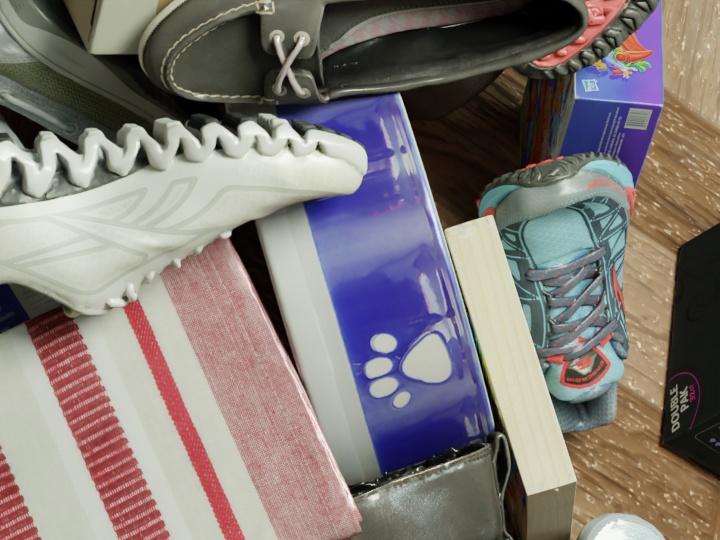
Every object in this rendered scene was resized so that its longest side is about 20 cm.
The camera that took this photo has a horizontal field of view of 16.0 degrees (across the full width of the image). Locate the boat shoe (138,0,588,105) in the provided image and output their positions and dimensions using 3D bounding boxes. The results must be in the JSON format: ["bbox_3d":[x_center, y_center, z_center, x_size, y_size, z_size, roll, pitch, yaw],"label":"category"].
[{"bbox_3d":[0.005,-0.107,1.120,0.200,0.067,0.057,-15,43,-14],"label":"boat shoe"}]

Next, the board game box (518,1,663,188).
[{"bbox_3d":[0.119,-0.087,1.356,0.045,0.200,0.134,5,58,-3],"label":"board game box"}]

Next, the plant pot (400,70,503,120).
[{"bbox_3d":[-0.013,-0.186,1.310,0.198,0.200,0.200,30,50,-33],"label":"plant pot"}]

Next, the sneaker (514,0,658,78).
[{"bbox_3d":[0.113,-0.185,1.251,0.079,0.096,0.200,20,84,-12],"label":"sneaker"}]

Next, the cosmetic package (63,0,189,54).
[{"bbox_3d":[-0.030,-0.157,1.152,0.200,0.105,0.071,-4,41,-23],"label":"cosmetic package"}]

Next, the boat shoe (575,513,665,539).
[{"bbox_3d":[0.105,0.217,1.263,0.072,0.062,0.200,24,70,-5],"label":"boat shoe"}]

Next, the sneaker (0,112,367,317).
[{"bbox_3d":[-0.095,-0.024,1.087,0.200,0.075,0.081,-7,95,-3],"label":"sneaker"}]

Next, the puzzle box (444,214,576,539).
[{"bbox_3d":[0.073,0.064,1.255,0.025,0.200,0.133,-17,74,-1],"label":"puzzle box"}]

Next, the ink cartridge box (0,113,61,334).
[{"bbox_3d":[-0.160,0.019,1.168,0.099,0.039,0.200,-29,86,-45],"label":"ink cartridge box"}]

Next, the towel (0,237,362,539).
[{"bbox_3d":[-0.117,0.088,1.103,0.200,0.023,0.144,-24,81,-5],"label":"towel"}]

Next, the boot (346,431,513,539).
[{"bbox_3d":[0.002,0.179,1.139,0.200,0.069,0.174,-26,98,-18],"label":"boot"}]

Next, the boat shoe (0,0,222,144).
[{"bbox_3d":[-0.122,-0.080,1.224,0.202,0.065,0.074,35,26,-53],"label":"boat shoe"}]

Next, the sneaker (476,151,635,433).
[{"bbox_3d":[0.112,0.016,1.297,0.079,0.200,0.096,-15,60,0],"label":"sneaker"}]

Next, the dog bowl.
[{"bbox_3d":[0.000,0.000,1.204,0.079,0.200,0.200,-16,73,0],"label":"dog bowl"}]

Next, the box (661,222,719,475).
[{"bbox_3d":[0.282,0.028,1.423,0.124,0.200,0.149,30,51,-23],"label":"box"}]
